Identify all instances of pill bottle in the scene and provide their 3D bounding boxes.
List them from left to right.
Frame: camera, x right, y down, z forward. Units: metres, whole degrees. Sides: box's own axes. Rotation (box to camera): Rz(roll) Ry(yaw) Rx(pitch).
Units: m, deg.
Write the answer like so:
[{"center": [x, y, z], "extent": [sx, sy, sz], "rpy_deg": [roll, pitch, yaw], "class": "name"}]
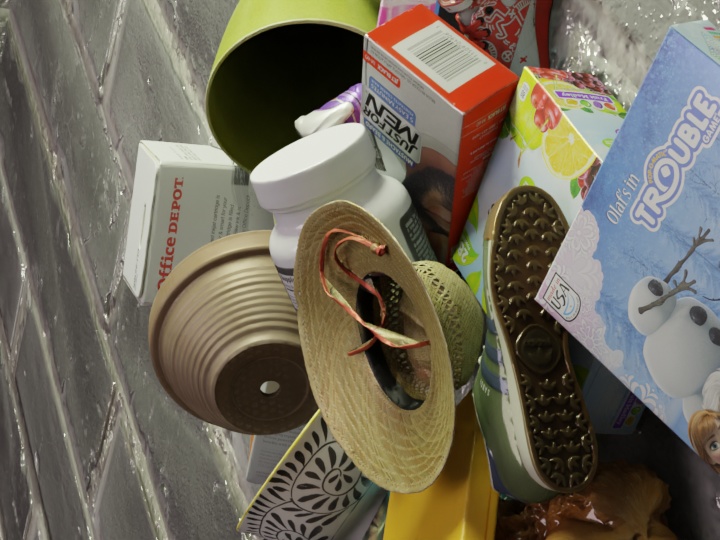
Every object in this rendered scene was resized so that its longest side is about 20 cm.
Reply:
[{"center": [0.000, 0.000, 1.126], "extent": [0.116, 0.115, 0.202], "rpy_deg": [17, 134, 64], "class": "pill bottle"}]

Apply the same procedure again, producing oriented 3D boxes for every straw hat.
[{"center": [0.038, 0.042, 1.024], "extent": [0.200, 0.084, 0.204], "rpy_deg": [30, 127, 48], "class": "straw hat"}]

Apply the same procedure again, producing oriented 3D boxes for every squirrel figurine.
[{"center": [0.146, 0.231, 0.981], "extent": [0.188, 0.139, 0.202], "rpy_deg": [106, 168, -49], "class": "squirrel figurine"}]

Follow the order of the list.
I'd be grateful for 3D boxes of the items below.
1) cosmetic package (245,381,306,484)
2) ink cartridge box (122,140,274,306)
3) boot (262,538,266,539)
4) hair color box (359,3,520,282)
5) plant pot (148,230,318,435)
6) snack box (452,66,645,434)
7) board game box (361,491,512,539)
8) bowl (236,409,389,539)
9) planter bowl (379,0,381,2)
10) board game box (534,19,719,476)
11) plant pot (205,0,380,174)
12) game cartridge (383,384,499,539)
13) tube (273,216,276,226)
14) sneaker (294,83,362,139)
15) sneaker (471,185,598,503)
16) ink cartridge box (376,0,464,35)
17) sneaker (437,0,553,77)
[{"center": [-0.057, 0.098, 1.434], "extent": [0.102, 0.070, 0.202], "rpy_deg": [-92, 14, -67], "class": "cosmetic package"}, {"center": [-0.126, -0.043, 1.478], "extent": [0.084, 0.197, 0.146], "rpy_deg": [-142, 58, -60], "class": "ink cartridge box"}, {"center": [-0.002, 0.275, 1.284], "extent": [0.200, 0.077, 0.139], "rpy_deg": [41, 128, 15], "class": "boot"}, {"center": [0.054, -0.086, 1.142], "extent": [0.111, 0.064, 0.201], "rpy_deg": [41, 149, 30], "class": "hair color box"}, {"center": [-0.084, 0.074, 1.296], "extent": [0.093, 0.198, 0.203], "rpy_deg": [-106, 29, -56], "class": "plant pot"}, {"center": [0.150, -0.015, 1.029], "extent": [0.201, 0.067, 0.170], "rpy_deg": [-116, 37, -48], "class": "snack box"}, {"center": [0.070, 0.216, 1.156], "extent": [0.136, 0.028, 0.199], "rpy_deg": [-61, 28, -4], "class": "board game box"}, {"center": [-0.011, 0.173, 1.296], "extent": [0.094, 0.201, 0.201], "rpy_deg": [37, 137, 5], "class": "bowl"}, {"center": [0.040, -0.293, 1.275], "extent": [0.200, 0.082, 0.204], "rpy_deg": [-177, 90, -65], "class": "planter bowl"}, {"center": [0.211, 0.000, 0.839], "extent": [0.199, 0.043, 0.202], "rpy_deg": [46, 131, 30], "class": "board game box"}, {"center": [-0.045, -0.212, 1.377], "extent": [0.202, 0.185, 0.188], "rpy_deg": [-91, 20, -45], "class": "plant pot"}, {"center": [0.053, 0.197, 1.062], "extent": [0.200, 0.032, 0.178], "rpy_deg": [122, 162, -54], "class": "game cartridge"}, {"center": [-0.017, -0.027, 1.343], "extent": [0.199, 0.052, 0.059], "rpy_deg": [18, 82, 46], "class": "tube"}, {"center": [0.019, -0.102, 1.247], "extent": [0.083, 0.200, 0.081], "rpy_deg": [-39, 74, 8], "class": "sneaker"}, {"center": [0.100, 0.054, 0.976], "extent": [0.090, 0.066, 0.203], "rpy_deg": [137, 131, -60], "class": "sneaker"}, {"center": [0.069, -0.236, 1.198], "extent": [0.037, 0.093, 0.203], "rpy_deg": [-38, -41, -72], "class": "ink cartridge box"}, {"center": [0.090, -0.188, 1.126], "extent": [0.067, 0.107, 0.204], "rpy_deg": [-143, 58, -61], "class": "sneaker"}]
